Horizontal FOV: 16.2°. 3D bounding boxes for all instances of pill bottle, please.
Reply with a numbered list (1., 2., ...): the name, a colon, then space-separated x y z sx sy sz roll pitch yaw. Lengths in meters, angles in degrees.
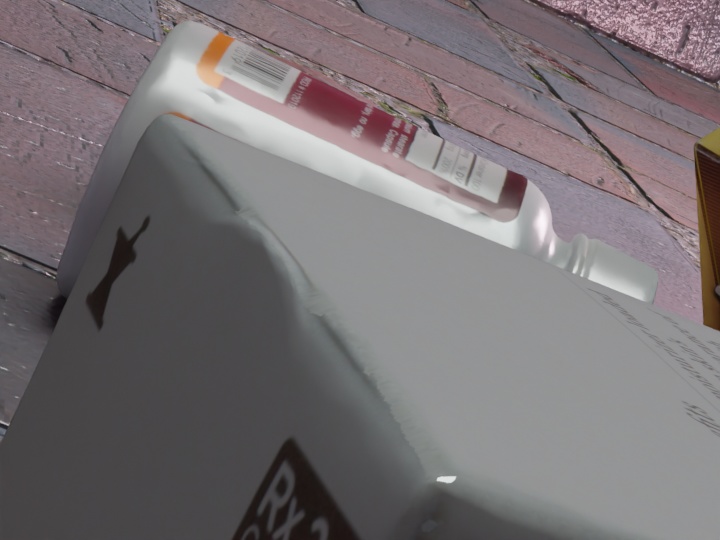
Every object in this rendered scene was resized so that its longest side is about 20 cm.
1. pill bottle: 0.000 0.000 0.931 0.199 0.115 0.114 26 12 0

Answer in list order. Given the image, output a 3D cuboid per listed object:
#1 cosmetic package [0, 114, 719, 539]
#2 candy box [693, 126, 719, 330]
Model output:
1. cosmetic package: 0.033 0.099 0.445 0.199 0.166 0.165 21 12 -24
2. candy box: 0.188 0.043 0.969 0.056 0.201 0.117 -29 42 -25
